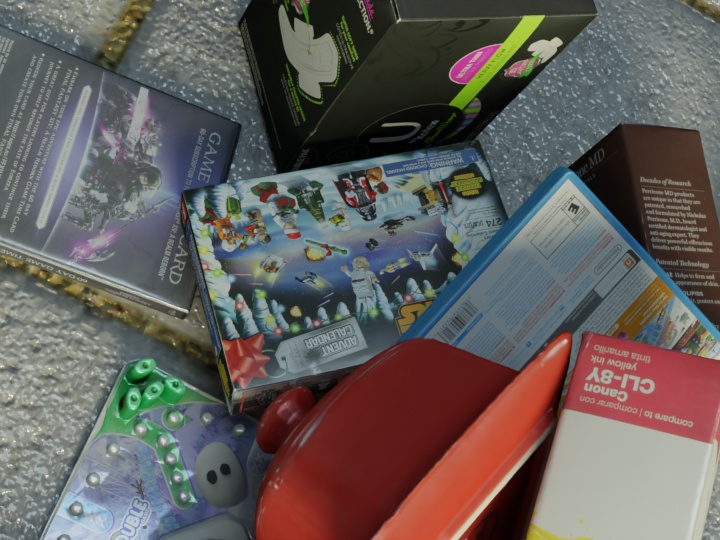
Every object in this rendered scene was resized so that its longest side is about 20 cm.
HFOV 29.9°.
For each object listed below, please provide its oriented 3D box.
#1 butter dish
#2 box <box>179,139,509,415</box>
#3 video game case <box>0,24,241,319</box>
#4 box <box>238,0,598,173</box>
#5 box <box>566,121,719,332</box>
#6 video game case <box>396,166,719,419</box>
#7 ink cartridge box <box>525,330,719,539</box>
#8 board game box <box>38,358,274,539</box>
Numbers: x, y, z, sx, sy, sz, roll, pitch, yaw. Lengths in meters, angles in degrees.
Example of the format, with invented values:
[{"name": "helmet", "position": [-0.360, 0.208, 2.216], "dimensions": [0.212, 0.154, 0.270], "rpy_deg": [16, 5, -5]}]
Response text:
[{"name": "butter dish", "position": [0.006, 0.118, 0.742], "dimensions": [0.147, 0.201, 0.199], "rpy_deg": [32, 55, 22]}, {"name": "box", "position": [0.000, 0.000, 0.828], "dimensions": [0.198, 0.040, 0.138], "rpy_deg": [-11, 65, -15]}, {"name": "video game case", "position": [-0.183, -0.068, 0.840], "dimensions": [0.199, 0.019, 0.144], "rpy_deg": [22, 61, -17]}, {"name": "box", "position": [0.029, -0.163, 0.873], "dimensions": [0.147, 0.200, 0.125], "rpy_deg": [-8, 72, -27]}, {"name": "box", "position": [0.200, 0.009, 0.939], "dimensions": [0.074, 0.100, 0.202], "rpy_deg": [5, 66, -23]}, {"name": "video game case", "position": [0.136, 0.055, 0.814], "dimensions": [0.143, 0.018, 0.200], "rpy_deg": [-47, 114, 0]}, {"name": "ink cartridge box", "position": [0.131, 0.157, 0.706], "dimensions": [0.083, 0.145, 0.201], "rpy_deg": [13, 64, 16]}, {"name": "board game box", "position": [-0.083, 0.175, 0.776], "dimensions": [0.199, 0.026, 0.201], "rpy_deg": [29, 59, -12]}]
